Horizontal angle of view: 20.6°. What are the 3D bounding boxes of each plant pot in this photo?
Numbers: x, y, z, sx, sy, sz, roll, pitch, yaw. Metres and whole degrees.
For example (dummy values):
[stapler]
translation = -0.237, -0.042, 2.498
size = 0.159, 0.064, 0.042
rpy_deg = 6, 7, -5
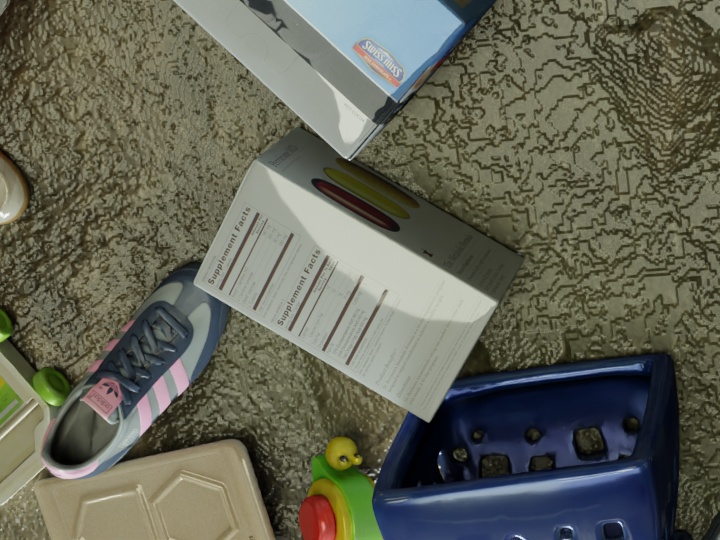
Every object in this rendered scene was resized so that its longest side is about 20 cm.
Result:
[plant pot]
translation = 0.136, 0.186, 1.421
size = 0.199, 0.200, 0.180
rpy_deg = -9, 109, 16

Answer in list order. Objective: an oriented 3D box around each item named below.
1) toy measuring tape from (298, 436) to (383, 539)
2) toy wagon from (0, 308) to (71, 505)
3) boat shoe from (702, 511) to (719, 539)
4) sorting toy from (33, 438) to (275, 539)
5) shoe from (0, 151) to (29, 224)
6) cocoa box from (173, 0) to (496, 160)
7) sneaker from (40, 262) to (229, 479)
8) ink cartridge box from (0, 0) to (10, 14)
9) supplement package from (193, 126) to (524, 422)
[toy measuring tape]
translation = -0.010, 0.227, 1.528
size = 0.073, 0.074, 0.201
rpy_deg = 3, 104, 13
[toy wagon]
translation = -0.330, 0.092, 1.591
size = 0.155, 0.040, 0.200
rpy_deg = -41, 92, 20
[boat shoe]
translation = 0.255, 0.269, 1.477
size = 0.062, 0.072, 0.200
rpy_deg = 28, 108, 5
[sorting toy]
translation = -0.150, 0.235, 1.592
size = 0.199, 0.036, 0.186
rpy_deg = -12, 102, 22
[shoe]
translation = -0.353, -0.085, 1.538
size = 0.199, 0.053, 0.070
rpy_deg = 24, 110, 7
[cocoa box]
translation = -0.026, -0.201, 1.381
size = 0.200, 0.133, 0.131
rpy_deg = 43, 110, 0
[sneaker]
translation = -0.173, 0.082, 1.518
size = 0.070, 0.082, 0.200
rpy_deg = 36, 101, 8
[ink cartridge box]
translation = -0.375, -0.172, 1.472
size = 0.175, 0.084, 0.200
rpy_deg = 38, 92, 2
[supplement package]
translation = 0.000, 0.000, 1.441
size = 0.200, 0.114, 0.110
rpy_deg = 30, 112, 4
